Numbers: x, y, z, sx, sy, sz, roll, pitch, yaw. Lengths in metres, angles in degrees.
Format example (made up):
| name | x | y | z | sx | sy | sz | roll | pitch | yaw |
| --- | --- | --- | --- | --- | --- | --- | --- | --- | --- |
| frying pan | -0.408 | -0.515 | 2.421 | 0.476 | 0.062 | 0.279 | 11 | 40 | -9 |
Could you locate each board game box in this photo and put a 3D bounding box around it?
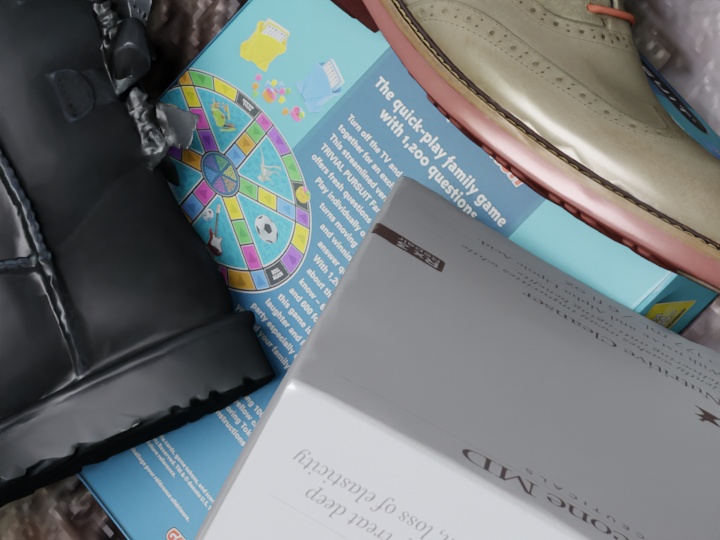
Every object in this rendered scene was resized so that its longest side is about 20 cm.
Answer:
| name | x | y | z | sx | sy | sz | roll | pitch | yaw |
| --- | --- | --- | --- | --- | --- | --- | --- | --- | --- |
| board game box | 0.000 | 0.000 | 0.820 | 0.200 | 0.047 | 0.151 | -45 | 70 | 13 |

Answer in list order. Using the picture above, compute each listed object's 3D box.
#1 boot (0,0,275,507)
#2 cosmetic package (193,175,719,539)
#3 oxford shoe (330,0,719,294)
| name | x | y | z | sx | sy | sz | roll | pitch | yaw |
| --- | --- | --- | --- | --- | --- | --- | --- | --- | --- |
| boot | -0.132 | -0.010 | 0.780 | 0.198 | 0.073 | 0.163 | -24 | 83 | -12 |
| cosmetic package | 0.026 | 0.056 | 0.673 | 0.113 | 0.200 | 0.081 | 29 | 105 | -2 |
| oxford shoe | 0.043 | -0.073 | 0.745 | 0.200 | 0.070 | 0.075 | 44 | 97 | 20 |
